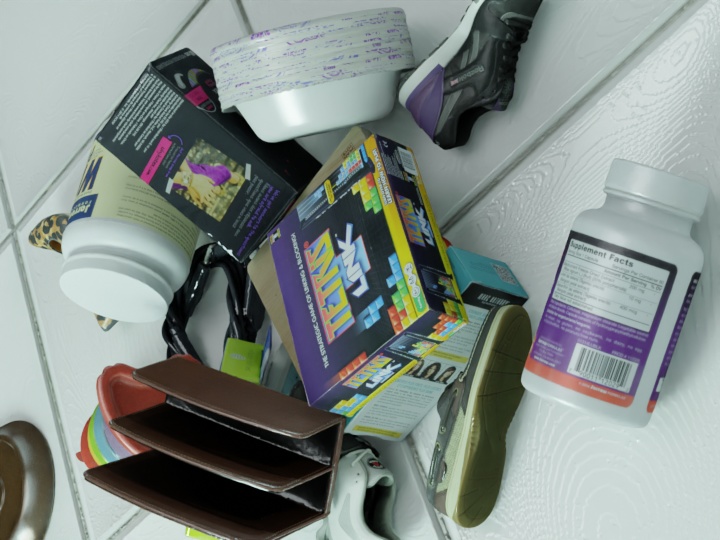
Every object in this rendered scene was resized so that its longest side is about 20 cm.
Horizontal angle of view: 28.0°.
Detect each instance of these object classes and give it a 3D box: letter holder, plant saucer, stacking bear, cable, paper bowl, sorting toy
[{"bbox_3d":[-0.138,0.164,1.322,0.199,0.142,0.101,17,105,27],"label":"letter holder"},{"bbox_3d":[-0.460,0.290,1.847,0.199,0.032,0.202,-16,67,42],"label":"plant saucer"},{"bbox_3d":[-0.254,0.177,1.593,0.200,0.121,0.114,-35,66,57],"label":"stacking bear"},{"bbox_3d":[-0.170,0.063,1.595,0.163,0.051,0.201,-5,76,45],"label":"cable"},{"bbox_3d":[-0.043,-0.189,1.430,0.200,0.200,0.105,-7,96,44],"label":"paper bowl"},{"bbox_3d":[0.000,0.000,1.419,0.200,0.069,0.199,-50,46,23],"label":"sorting toy"}]

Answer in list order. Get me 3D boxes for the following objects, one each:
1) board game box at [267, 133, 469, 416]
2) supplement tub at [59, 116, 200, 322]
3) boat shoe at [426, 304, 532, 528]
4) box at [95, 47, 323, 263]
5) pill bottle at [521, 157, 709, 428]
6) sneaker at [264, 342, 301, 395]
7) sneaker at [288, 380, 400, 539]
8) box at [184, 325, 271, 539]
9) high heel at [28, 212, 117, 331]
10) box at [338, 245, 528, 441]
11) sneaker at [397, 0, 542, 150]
[{"bbox_3d":[0.001,0.004,1.318,0.165,0.057,0.201,-41,49,31],"label":"board game box"},{"bbox_3d":[-0.249,-0.059,1.609,0.144,0.145,0.201,-16,52,42],"label":"supplement tub"},{"bbox_3d":[0.099,0.125,1.287,0.066,0.072,0.202,15,94,42],"label":"boat shoe"},{"bbox_3d":[-0.154,-0.123,1.504,0.200,0.122,0.106,41,111,-2],"label":"box"},{"bbox_3d":[0.212,0.016,1.170,0.111,0.111,0.201,22,95,46],"label":"pill bottle"},{"bbox_3d":[-0.066,0.166,1.462,0.074,0.081,0.201,101,-179,-67],"label":"sneaker"},{"bbox_3d":[-0.008,0.188,1.384,0.088,0.074,0.201,-32,66,33],"label":"sneaker"},{"bbox_3d":[-0.134,0.161,1.472,0.122,0.047,0.201,-100,23,-75],"label":"box"},{"bbox_3d":[-0.355,0.004,1.783,0.199,0.071,0.144,-1,72,36],"label":"high heel"},{"bbox_3d":[0.059,0.071,1.334,0.200,0.082,0.049,-51,48,23],"label":"box"},{"bbox_3d":[0.128,-0.198,1.359,0.200,0.076,0.088,-49,64,30],"label":"sneaker"}]
